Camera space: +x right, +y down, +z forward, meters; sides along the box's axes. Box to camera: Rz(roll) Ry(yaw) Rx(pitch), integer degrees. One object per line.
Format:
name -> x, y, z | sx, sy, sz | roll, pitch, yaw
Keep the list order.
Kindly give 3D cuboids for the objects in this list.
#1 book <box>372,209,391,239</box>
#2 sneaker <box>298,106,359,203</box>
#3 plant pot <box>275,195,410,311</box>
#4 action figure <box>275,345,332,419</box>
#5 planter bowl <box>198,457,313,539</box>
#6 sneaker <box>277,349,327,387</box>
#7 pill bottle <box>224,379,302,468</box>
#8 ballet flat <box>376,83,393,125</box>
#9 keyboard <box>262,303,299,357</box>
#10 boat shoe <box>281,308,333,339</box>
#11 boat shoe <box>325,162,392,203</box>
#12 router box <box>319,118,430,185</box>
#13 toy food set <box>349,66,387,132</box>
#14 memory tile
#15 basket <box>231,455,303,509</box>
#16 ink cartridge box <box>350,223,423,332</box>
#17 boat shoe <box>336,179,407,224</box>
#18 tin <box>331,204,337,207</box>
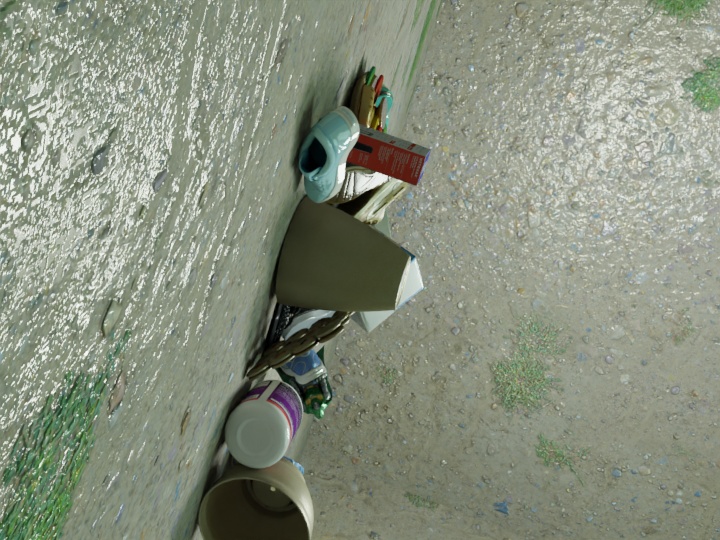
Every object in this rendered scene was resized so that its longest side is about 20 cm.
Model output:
book -> 0.008, -0.141, 1.774 | 0.200, 0.047, 0.137 | -144, -134, -70
sneaker -> -0.066, -0.159, 1.275 | 0.081, 0.074, 0.201 | -33, 161, -30
plant pot -> -0.020, -0.008, 1.460 | 0.187, 0.195, 0.192 | 16, 90, -81
action figure -> -0.103, 0.222, 1.721 | 0.201, 0.116, 0.055 | -119, -175, -52
planter bowl -> -0.166, 0.407, 1.502 | 0.135, 0.196, 0.204 | -63, 172, -66
sneaker -> -0.122, 0.161, 1.669 | 0.075, 0.079, 0.199 | -28, -165, -21
pill bottle -> -0.161, 0.258, 1.505 | 0.200, 0.110, 0.115 | -49, 158, -81
ballet flat -> 0.032, -0.356, 1.836 | 0.200, 0.065, 0.072 | 99, -13, -74
keyboard -> -0.130, 0.071, 1.604 | 0.104, 0.039, 0.204 | -60, 169, -71
boat shoe -> -0.109, 0.085, 1.793 | 0.198, 0.068, 0.074 | -29, 157, -48
boat shoe -> -0.013, -0.175, 1.550 | 0.197, 0.065, 0.074 | -20, 142, -39
router box -> 0.024, -0.200, 1.428 | 0.200, 0.176, 0.050 | -55, 164, -77
toy food set -> 0.015, -0.282, 1.646 | 0.200, 0.047, 0.203 | -72, 165, -48
memory tile -> -0.102, 0.121, 1.490 | 0.197, 0.017, 0.153 | -29, -172, 18
basket -> -0.170, 0.355, 1.671 | 0.203, 0.137, 0.177 | -61, 174, -22
ink cartridge box -> 0.000, 0.000, 1.620 | 0.143, 0.199, 0.086 | -37, 136, -16
boat shoe -> 0.019, -0.122, 1.626 | 0.200, 0.067, 0.074 | -45, -146, -15
tin -> -0.045, -0.174, 1.682 | 0.201, 0.041, 0.114 | -66, 170, -60
